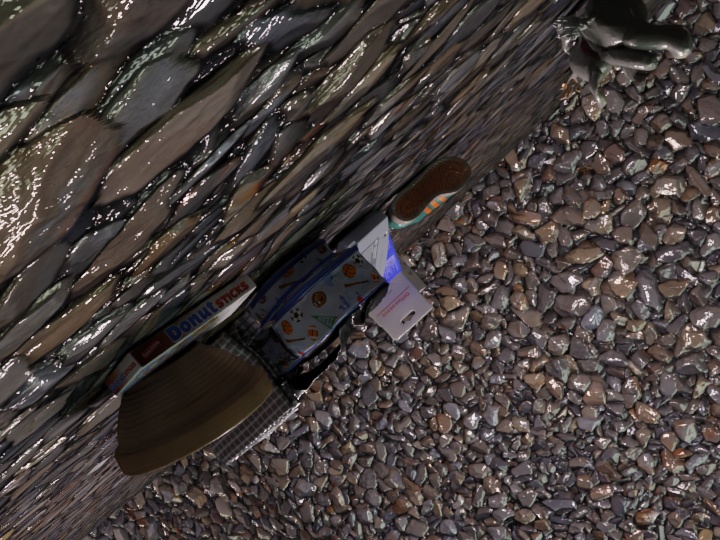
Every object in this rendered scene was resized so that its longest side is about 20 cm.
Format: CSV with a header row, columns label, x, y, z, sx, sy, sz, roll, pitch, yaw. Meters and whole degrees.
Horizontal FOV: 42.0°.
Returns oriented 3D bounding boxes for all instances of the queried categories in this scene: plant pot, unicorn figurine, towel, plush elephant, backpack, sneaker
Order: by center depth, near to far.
label,x,y,z,sx,sy,sz,roll,pitch,yaw
plant pot,-0.212,0.147,1.104,0.200,0.093,0.201,-28,-172,4
backpack,-0.056,0.043,1.325,0.200,0.154,0.190,-47,-172,-33
plush elephant,0.376,-0.342,1.410,0.199,0.165,0.155,-14,159,-4
towel,-0.193,0.187,1.451,0.200,0.166,0.086,-45,170,33
sneaker,0.115,-0.140,1.710,0.200,0.071,0.080,-35,178,-27
unicorn figurine,0.562,-0.503,2.281,0.200,0.074,0.137,-26,-161,44

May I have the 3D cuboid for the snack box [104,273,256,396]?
label,x,y,z,sx,sy,sz,roll,pitch,yaw
snack box,-0.200,0.070,1.064,0.072,0.024,0.200,-43,177,41

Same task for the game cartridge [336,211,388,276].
label,x,y,z,sx,sy,sz,roll,pitch,yaw
game cartridge,0.000,0.000,1.629,0.133,0.040,0.200,-39,147,-42

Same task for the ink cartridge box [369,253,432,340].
label,x,y,z,sx,sy,sz,roll,pitch,yaw
ink cartridge box,0.050,0.031,1.930,0.116,0.200,0.067,-43,176,19

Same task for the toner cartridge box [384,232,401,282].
label,x,y,z,sx,sy,sz,roll,pitch,yaw
toner cartridge box,0.019,-0.019,1.771,0.095,0.043,0.200,-42,158,-8
